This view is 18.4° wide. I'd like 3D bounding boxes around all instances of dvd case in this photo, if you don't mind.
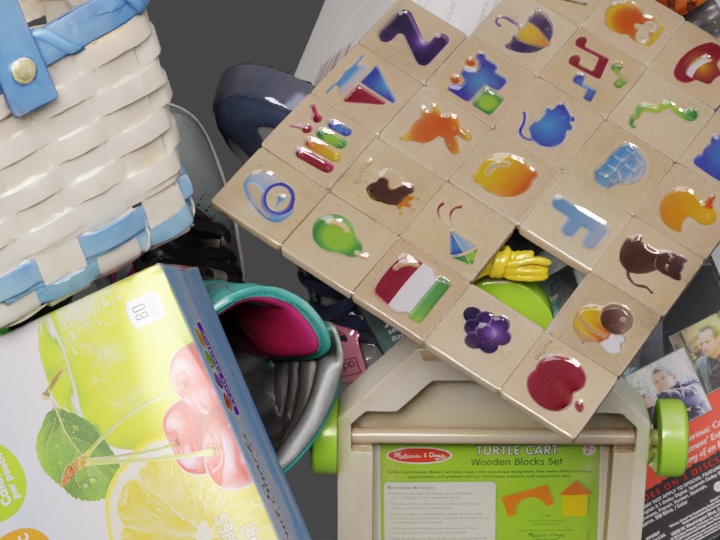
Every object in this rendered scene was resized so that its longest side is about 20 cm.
[{"bbox_3d":[0.093,0.044,0.948,0.146,0.022,0.201,-28,114,-1],"label":"dvd case"}]

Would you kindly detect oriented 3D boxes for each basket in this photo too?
[{"bbox_3d":[-0.150,-0.087,0.789,0.139,0.176,0.201,-26,109,-20],"label":"basket"}]

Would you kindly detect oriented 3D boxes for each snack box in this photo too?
[{"bbox_3d":[-0.122,0.113,0.809,0.199,0.068,0.169,-25,85,8],"label":"snack box"}]

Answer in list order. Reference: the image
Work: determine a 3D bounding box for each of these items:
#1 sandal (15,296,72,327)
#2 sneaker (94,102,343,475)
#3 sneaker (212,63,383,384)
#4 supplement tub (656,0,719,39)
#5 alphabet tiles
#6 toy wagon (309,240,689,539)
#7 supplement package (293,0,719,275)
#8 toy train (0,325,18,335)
[{"bbox_3d":[-0.188,-0.056,0.898,0.075,0.045,0.200,-38,94,-31],"label":"sandal"},{"bbox_3d":[-0.063,0.012,0.899,0.083,0.121,0.201,2,73,-28],"label":"sneaker"},{"bbox_3d":[0.000,0.000,0.952,0.200,0.070,0.082,44,63,-21],"label":"sneaker"},{"bbox_3d":[0.242,-0.104,1.096,0.200,0.122,0.123,42,60,-10],"label":"supplement tub"},{"bbox_3d":[0.066,-0.047,0.880,0.167,0.008,0.200,33,58,14],"label":"alphabet tiles"},{"bbox_3d":[0.056,0.076,0.915,0.154,0.040,0.201,0,114,0],"label":"toy wagon"},{"bbox_3d":[0.079,-0.065,1.002,0.199,0.114,0.110,30,61,-16],"label":"supplement package"},{"bbox_3d":[-0.198,0.025,0.863,0.199,0.042,0.057,19,103,-20],"label":"toy train"}]
